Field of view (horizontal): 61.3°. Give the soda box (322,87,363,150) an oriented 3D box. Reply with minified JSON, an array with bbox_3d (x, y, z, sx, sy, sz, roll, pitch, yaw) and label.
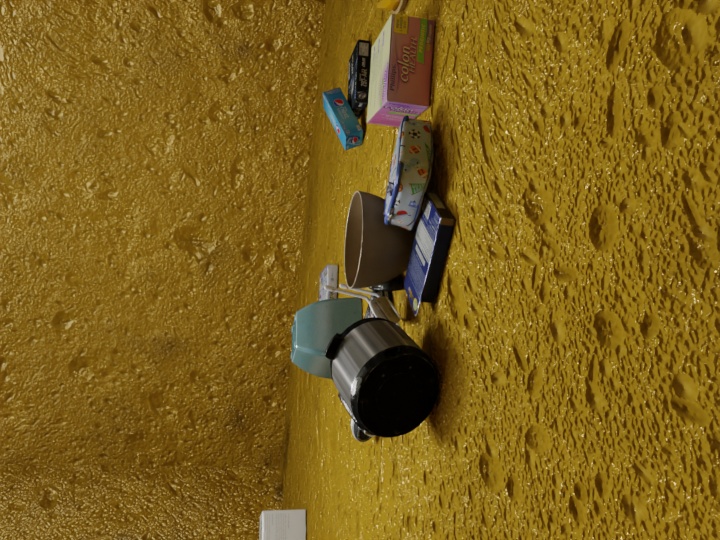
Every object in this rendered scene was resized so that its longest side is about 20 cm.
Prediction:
[{"bbox_3d":[-0.058,-0.489,1.952,0.068,0.063,0.203,94,155,-60],"label":"soda box"}]

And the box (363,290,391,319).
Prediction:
[{"bbox_3d":[0.040,0.181,1.460,0.203,0.048,0.202,106,163,-44],"label":"box"}]

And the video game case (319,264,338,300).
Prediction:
[{"bbox_3d":[-0.123,0.089,2.311,0.200,0.044,0.187,138,134,-74],"label":"video game case"}]

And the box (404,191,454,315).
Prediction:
[{"bbox_3d":[0.125,-0.030,1.142,0.122,0.032,0.204,-106,25,-60],"label":"box"}]

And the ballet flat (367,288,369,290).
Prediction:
[{"bbox_3d":[0.000,0.000,1.678,0.201,0.069,0.072,-112,29,-65],"label":"ballet flat"}]

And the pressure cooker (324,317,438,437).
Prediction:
[{"bbox_3d":[0.037,0.186,1.127,0.200,0.175,0.179,43,154,62],"label":"pressure cooker"}]

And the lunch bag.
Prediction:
[{"bbox_3d":[0.091,-0.185,1.188,0.162,0.074,0.204,106,177,-56],"label":"lunch bag"}]

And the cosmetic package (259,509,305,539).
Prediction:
[{"bbox_3d":[-0.343,1.153,2.674,0.166,0.194,0.169,115,156,-58],"label":"cosmetic package"}]

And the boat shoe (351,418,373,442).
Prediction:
[{"bbox_3d":[0.026,0.358,1.438,0.069,0.070,0.202,-97,22,-47],"label":"boat shoe"}]

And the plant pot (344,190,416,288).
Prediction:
[{"bbox_3d":[0.047,-0.060,1.295,0.200,0.131,0.206,-175,90,-79],"label":"plant pot"}]

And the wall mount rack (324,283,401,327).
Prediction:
[{"bbox_3d":[0.015,0.082,1.291,0.175,0.074,0.200,54,-169,8],"label":"wall mount rack"}]

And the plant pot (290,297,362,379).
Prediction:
[{"bbox_3d":[-0.106,0.203,1.811,0.197,0.194,0.201,112,159,-58],"label":"plant pot"}]

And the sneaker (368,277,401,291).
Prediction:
[{"bbox_3d":[0.050,-0.005,1.407,0.200,0.072,0.091,-132,45,-74],"label":"sneaker"}]

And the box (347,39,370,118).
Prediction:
[{"bbox_3d":[-0.007,-0.613,1.966,0.160,0.042,0.206,161,112,-78],"label":"box"}]

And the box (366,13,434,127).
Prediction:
[{"bbox_3d":[0.083,-0.427,1.329,0.200,0.094,0.181,-179,93,-79],"label":"box"}]

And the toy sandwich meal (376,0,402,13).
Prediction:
[{"bbox_3d":[0.082,-0.735,1.496,0.205,0.068,0.211,-176,90,-79],"label":"toy sandwich meal"}]
